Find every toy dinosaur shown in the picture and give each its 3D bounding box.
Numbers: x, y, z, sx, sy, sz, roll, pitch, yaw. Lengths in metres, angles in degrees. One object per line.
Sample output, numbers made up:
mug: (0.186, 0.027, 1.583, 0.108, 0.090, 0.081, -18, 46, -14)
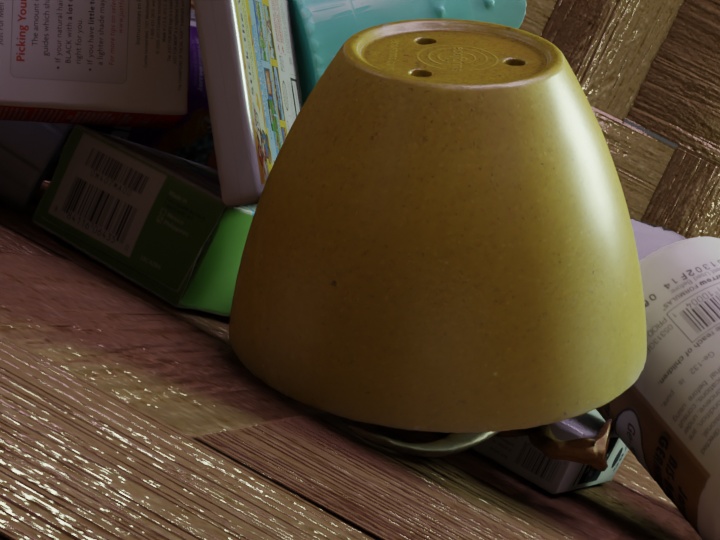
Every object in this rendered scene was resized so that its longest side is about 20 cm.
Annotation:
toy dinosaur: (0.067, 0.064, 1.068, 0.105, 0.061, 0.200, 9, 24, 11)

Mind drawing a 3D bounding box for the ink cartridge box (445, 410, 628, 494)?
ink cartridge box: (0.090, 0.079, 1.207, 0.099, 0.039, 0.200, 28, 6, 17)

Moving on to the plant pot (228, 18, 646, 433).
plant pot: (0.039, -0.034, 1.036, 0.198, 0.143, 0.200, 2, 24, -1)

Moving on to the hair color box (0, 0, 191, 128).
hair color box: (-0.186, -0.133, 1.119, 0.198, 0.112, 0.064, 3, -4, -14)

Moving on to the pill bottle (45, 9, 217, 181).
pill bottle: (-0.168, -0.105, 1.273, 0.199, 0.112, 0.111, 7, 14, -31)

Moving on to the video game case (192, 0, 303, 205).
video game case: (-0.060, -0.134, 1.149, 0.023, 0.202, 0.182, -8, 1, 7)

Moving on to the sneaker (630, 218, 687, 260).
sneaker: (0.080, 0.013, 1.215, 0.198, 0.087, 0.081, 16, 42, -6)

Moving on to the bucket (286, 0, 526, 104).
bucket: (0.001, -0.120, 1.328, 0.134, 0.209, 0.207, -10, 20, -22)

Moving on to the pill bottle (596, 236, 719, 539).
pill bottle: (0.204, 0.085, 1.119, 0.114, 0.115, 0.200, 21, 23, -47)

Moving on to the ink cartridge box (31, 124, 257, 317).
ink cartridge box: (-0.076, -0.017, 1.207, 0.103, 0.060, 0.200, 28, 5, 26)

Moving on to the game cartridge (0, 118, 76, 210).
game cartridge: (-0.184, -0.144, 1.192, 0.133, 0.201, 0.041, 30, -26, -1)
